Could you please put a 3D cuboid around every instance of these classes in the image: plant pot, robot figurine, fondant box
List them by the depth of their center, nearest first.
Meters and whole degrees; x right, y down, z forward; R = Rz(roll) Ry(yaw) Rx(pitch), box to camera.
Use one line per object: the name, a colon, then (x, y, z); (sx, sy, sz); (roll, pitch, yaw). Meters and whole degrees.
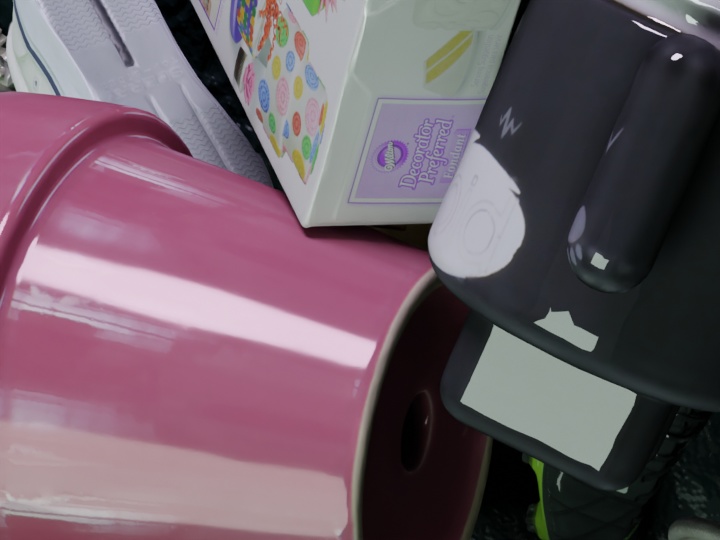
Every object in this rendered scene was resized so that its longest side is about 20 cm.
robot figurine: (0.099, -0.033, 0.918); (0.201, 0.124, 0.150); (-66, 29, 11)
fondant box: (-0.008, -0.130, 0.987); (0.200, 0.058, 0.145); (-116, 34, -47)
plant pot: (-0.057, 0.048, 0.997); (0.178, 0.200, 0.201); (9, 126, 23)

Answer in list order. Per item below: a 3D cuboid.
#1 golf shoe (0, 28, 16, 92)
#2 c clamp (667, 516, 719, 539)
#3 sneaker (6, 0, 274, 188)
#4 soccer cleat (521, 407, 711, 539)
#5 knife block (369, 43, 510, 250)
golf shoe: (-0.162, -0.025, 1.260); (0.200, 0.078, 0.097); (55, 141, -7)
c clamp: (0.195, 0.150, 1.085); (0.170, 0.027, 0.200); (17, 157, 46)
sneaker: (-0.087, -0.043, 1.171); (0.201, 0.073, 0.071); (66, 157, 20)
soccer cleat: (0.107, 0.054, 1.125); (0.081, 0.068, 0.201); (7, 124, 18)
knife block: (0.000, 0.000, 1.155); (0.176, 0.064, 0.201); (-154, 72, -70)
